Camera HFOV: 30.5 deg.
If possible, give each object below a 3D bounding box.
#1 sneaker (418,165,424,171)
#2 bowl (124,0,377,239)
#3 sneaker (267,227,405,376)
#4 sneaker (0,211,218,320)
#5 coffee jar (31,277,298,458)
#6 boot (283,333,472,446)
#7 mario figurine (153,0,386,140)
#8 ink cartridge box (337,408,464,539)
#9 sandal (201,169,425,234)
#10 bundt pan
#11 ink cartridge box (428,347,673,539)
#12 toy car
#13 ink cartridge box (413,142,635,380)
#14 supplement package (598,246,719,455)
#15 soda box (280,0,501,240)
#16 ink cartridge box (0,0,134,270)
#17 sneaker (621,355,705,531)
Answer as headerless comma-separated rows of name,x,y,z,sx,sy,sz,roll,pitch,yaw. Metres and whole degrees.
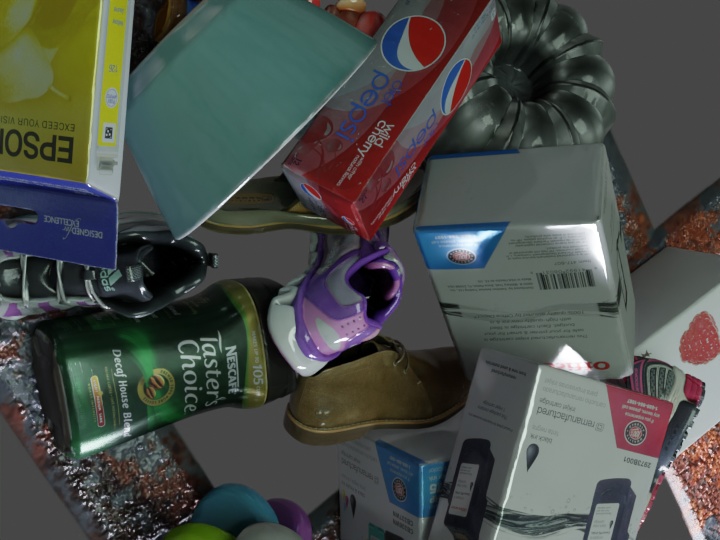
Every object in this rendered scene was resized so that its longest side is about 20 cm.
sneaker,0.122,-0.114,1.150,0.200,0.075,0.090,-38,106,-25
bowl,-0.094,-0.128,0.927,0.105,0.201,0.201,45,75,-9
sneaker,0.000,0.000,1.048,0.081,0.088,0.201,55,33,-23
sneaker,-0.199,-0.001,0.950,0.199,0.140,0.078,-14,104,-27
coffee jar,-0.146,0.070,1.022,0.199,0.085,0.105,-14,105,-27
boot,0.030,0.088,1.115,0.199,0.074,0.076,-12,127,-34
mario figurine,-0.063,-0.186,1.051,0.199,0.106,0.124,18,124,-20
ink cartridge box,0.076,0.233,1.135,0.145,0.146,0.202,-6,100,-28
sandal,-0.037,-0.067,1.044,0.198,0.080,0.054,-2,119,-10
bundt pan,0.128,-0.156,1.095,0.200,0.076,0.203,8,67,-18
ink cartridge box,0.143,0.178,1.031,0.144,0.084,0.202,17,89,-30
toy car,-0.079,0.256,1.063,0.200,0.174,0.150,53,38,-24
ink cartridge box,0.139,0.000,1.068,0.201,0.145,0.085,67,26,-47
supplement package,0.278,0.083,1.238,0.199,0.120,0.122,-34,111,-20
soda box,0.027,-0.127,0.993,0.201,0.070,0.063,-56,157,-15
ink cartridge box,-0.241,-0.113,0.885,0.047,0.196,0.202,0,97,-61
sneaker,0.220,0.170,1.124,0.074,0.081,0.201,26,90,12
